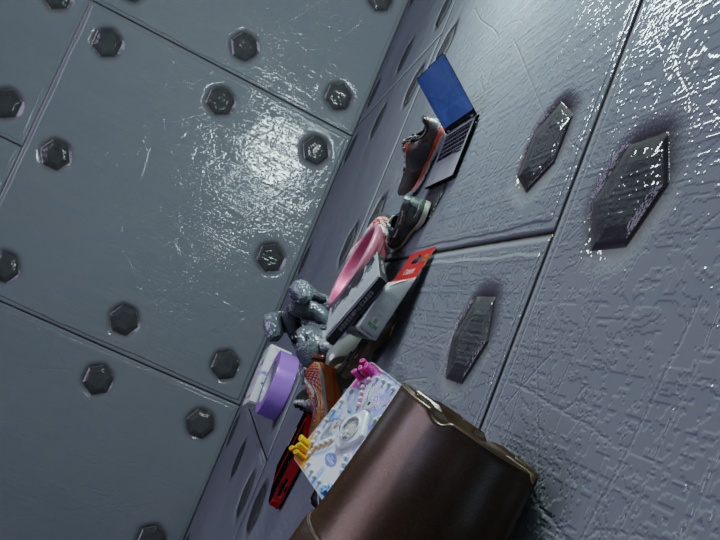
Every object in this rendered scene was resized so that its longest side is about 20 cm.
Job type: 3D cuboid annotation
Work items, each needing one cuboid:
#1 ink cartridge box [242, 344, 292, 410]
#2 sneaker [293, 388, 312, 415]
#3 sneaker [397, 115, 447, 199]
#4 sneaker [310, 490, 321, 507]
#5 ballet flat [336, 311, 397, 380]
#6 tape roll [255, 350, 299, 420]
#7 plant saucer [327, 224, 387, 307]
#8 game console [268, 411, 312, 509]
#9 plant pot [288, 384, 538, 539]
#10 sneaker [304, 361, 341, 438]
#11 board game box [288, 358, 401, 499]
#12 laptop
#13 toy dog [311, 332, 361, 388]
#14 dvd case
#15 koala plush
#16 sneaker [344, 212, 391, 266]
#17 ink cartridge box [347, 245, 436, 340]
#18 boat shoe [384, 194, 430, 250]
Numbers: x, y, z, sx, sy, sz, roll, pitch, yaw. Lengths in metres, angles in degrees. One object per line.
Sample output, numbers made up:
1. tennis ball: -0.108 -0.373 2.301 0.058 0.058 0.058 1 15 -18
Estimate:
1. ink cartridge box: -0.312 0.365 2.501 0.204 0.082 0.145 -70 11 -21
2. sneaker: -0.090 0.266 1.645 0.200 0.065 0.092 -36 28 64
3. sneaker: 0.119 -0.256 1.657 0.078 0.080 0.203 -85 21 -62
4. sneaker: -0.045 0.338 1.188 0.092 0.065 0.201 -59 14 20
5. ballet flat: 0.020 0.146 1.412 0.201 0.046 0.068 -54 5 33
6. tape roll: -0.255 0.352 2.297 0.201 0.064 0.203 -91 26 -64
7. plant saucer: 0.000 0.000 1.606 0.203 0.050 0.201 -56 9 13
8. game console: -0.155 0.428 1.726 0.177 0.030 0.203 -83 19 -71
9. plant pot: 0.050 0.229 0.681 0.201 0.198 0.200 -58 10 -1
10. sneaker: -0.058 0.274 1.427 0.072 0.076 0.205 -26 58 42
11. board game box: -0.016 0.239 1.137 0.201 0.026 0.199 -50 22 -7
12. laptop: 0.148 -0.289 1.490 0.187 0.114 0.204 172 121 -79
13. toy dog: -0.033 0.136 1.533 0.204 0.094 0.132 -70 11 -18
14. dvd case: -0.008 0.048 1.390 0.151 0.025 0.200 -50 9 10
15. koala plush: -0.120 0.164 1.848 0.178 0.181 0.202 -49 37 21
16. sneaker: 0.013 -0.032 1.754 0.204 0.066 0.109 -59 10 26
17. ink cartridge box: 0.047 0.032 1.377 0.203 0.050 0.161 -58 9 -10
18. boat shoe: 0.084 -0.103 1.557 0.200 0.060 0.074 135 155 -66
